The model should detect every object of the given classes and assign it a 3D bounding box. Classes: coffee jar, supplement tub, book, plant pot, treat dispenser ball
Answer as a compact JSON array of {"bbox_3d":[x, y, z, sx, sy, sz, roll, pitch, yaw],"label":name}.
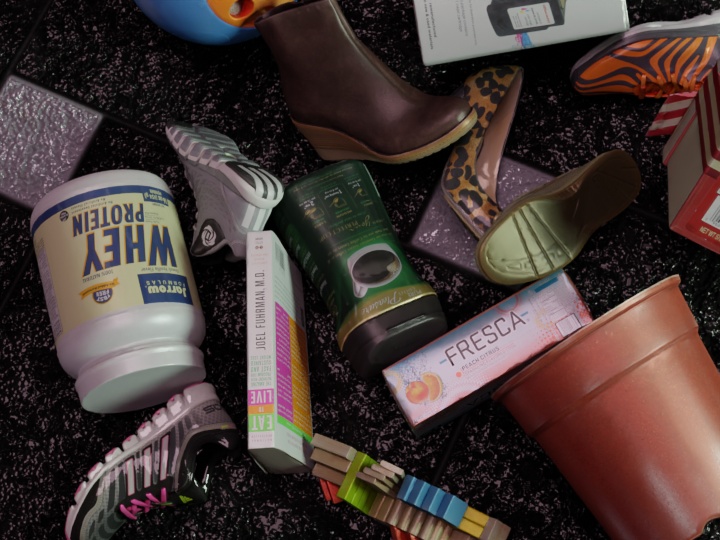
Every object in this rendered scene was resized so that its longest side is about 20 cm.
[{"bbox_3d":[0.000,0.000,1.435,0.103,0.086,0.201,-21,70,-18],"label":"coffee jar"},{"bbox_3d":[-0.230,0.021,1.433,0.144,0.145,0.202,-18,71,2],"label":"supplement tub"},{"bbox_3d":[-0.079,0.079,1.399,0.047,0.134,0.202,-4,72,8],"label":"book"},{"bbox_3d":[0.249,0.141,1.313,0.200,0.201,0.196,-31,79,-3],"label":"plant pot"},{"bbox_3d":[-0.146,-0.328,1.500,0.198,0.201,0.203,-2,72,7],"label":"treat dispenser ball"}]

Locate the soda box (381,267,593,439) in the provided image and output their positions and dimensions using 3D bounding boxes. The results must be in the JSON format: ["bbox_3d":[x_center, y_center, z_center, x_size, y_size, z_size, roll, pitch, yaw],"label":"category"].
[{"bbox_3d":[0.121,0.079,1.405,0.199,0.068,0.064,-29,72,-3],"label":"soda box"}]

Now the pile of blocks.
[{"bbox_3d":[0.035,0.220,1.366,0.198,0.082,0.063,23,77,14],"label":"pile of blocks"}]

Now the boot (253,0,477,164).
[{"bbox_3d":[0.002,-0.187,1.432,0.198,0.167,0.073,-5,33,35],"label":"boot"}]

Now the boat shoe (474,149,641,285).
[{"bbox_3d":[0.179,-0.049,1.410,0.200,0.063,0.074,-38,102,-24],"label":"boat shoe"}]

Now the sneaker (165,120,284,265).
[{"bbox_3d":[-0.155,-0.069,1.474,0.200,0.074,0.117,39,114,52],"label":"sneaker"}]

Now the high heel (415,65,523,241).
[{"bbox_3d":[0.142,-0.108,1.456,0.142,0.071,0.201,-37,62,2],"label":"high heel"}]

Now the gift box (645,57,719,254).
[{"bbox_3d":[0.367,-0.101,1.340,0.183,0.187,0.201,30,122,-7],"label":"gift box"}]

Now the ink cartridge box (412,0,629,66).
[{"bbox_3d":[0.153,-0.261,1.458,0.198,0.146,0.084,-9,100,5],"label":"ink cartridge box"}]

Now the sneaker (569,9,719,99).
[{"bbox_3d":[0.311,-0.183,1.455,0.198,0.078,0.113,-16,70,3],"label":"sneaker"}]

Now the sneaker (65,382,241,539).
[{"bbox_3d":[-0.190,0.200,1.408,0.200,0.074,0.087,-44,66,-12],"label":"sneaker"}]
